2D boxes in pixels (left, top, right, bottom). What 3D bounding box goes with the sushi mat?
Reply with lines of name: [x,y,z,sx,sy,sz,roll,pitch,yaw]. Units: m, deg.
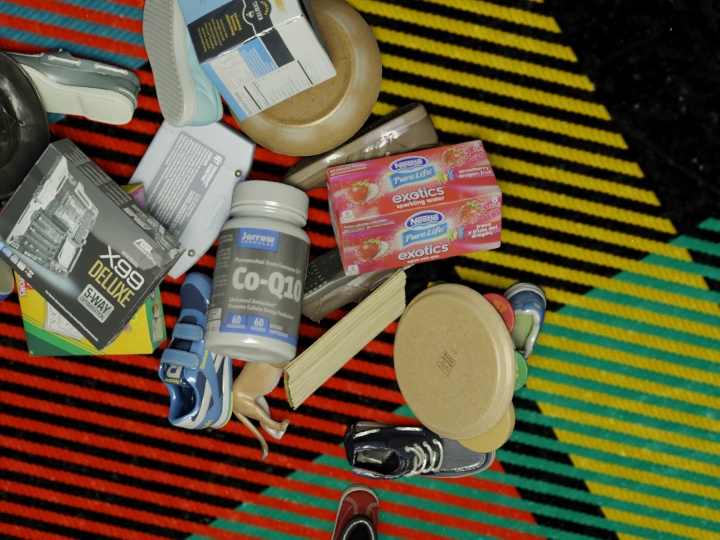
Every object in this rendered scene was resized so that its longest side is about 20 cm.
sushi mat: [-0.017,0.085,1.713,0.200,0.096,0.012,-41,64,-20]

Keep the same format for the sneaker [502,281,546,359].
sneaker: [0.166,0.107,1.756,0.075,0.077,0.201,27,104,-6]

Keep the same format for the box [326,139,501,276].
box: [0.064,-0.076,1.679,0.197,0.100,0.096,-11,137,-5]

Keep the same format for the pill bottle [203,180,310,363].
pill bottle: [-0.121,0.002,1.678,0.112,0.114,0.203,7,77,-1]

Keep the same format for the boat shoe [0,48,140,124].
boat shoe: [-0.365,-0.236,1.713,0.198,0.073,0.062,16,59,5]

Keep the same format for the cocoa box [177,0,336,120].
cocoa box: [-0.131,-0.304,1.602,0.130,0.134,0.202,-24,62,7]

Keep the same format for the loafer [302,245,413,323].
loafer: [0.000,0.000,1.750,0.198,0.073,0.071,-24,135,4]

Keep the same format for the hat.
hat: [-0.470,-0.164,1.682,0.198,0.081,0.203,3,119,6]

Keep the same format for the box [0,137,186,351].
box: [-0.328,-0.031,1.657,0.200,0.050,0.158,43,111,2]

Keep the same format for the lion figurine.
lion figurine: [-0.125,0.132,1.770,0.122,0.072,0.202,28,105,2]

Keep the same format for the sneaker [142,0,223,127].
sneaker: [-0.210,-0.269,1.693,0.073,0.081,0.203,-13,81,46]

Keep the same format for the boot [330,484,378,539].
boot: [-0.014,0.393,1.784,0.071,0.144,0.203,7,103,-2]

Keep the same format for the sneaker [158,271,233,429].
sneaker: [-0.207,0.104,1.746,0.073,0.082,0.203,2,97,45]

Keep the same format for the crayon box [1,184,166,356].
crayon box: [-0.340,0.002,1.728,0.170,0.058,0.203,-2,105,17]

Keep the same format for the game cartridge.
game cartridge: [-0.220,-0.098,1.741,0.132,0.041,0.201,32,101,-2]

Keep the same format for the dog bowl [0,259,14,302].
dog bowl: [-0.510,-0.028,1.677,0.078,0.200,0.201,-37,99,6]

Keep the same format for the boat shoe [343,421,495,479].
boat shoe: [0.076,0.239,1.776,0.197,0.093,0.076,2,102,1]

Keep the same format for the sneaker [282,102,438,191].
sneaker: [0.003,-0.130,1.714,0.198,0.071,0.076,-26,106,8]

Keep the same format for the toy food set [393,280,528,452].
toy food set: [0.121,0.111,1.727,0.199,0.048,0.200,28,114,37]

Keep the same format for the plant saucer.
plant saucer: [-0.074,-0.241,1.680,0.197,0.035,0.203,0,87,9]
